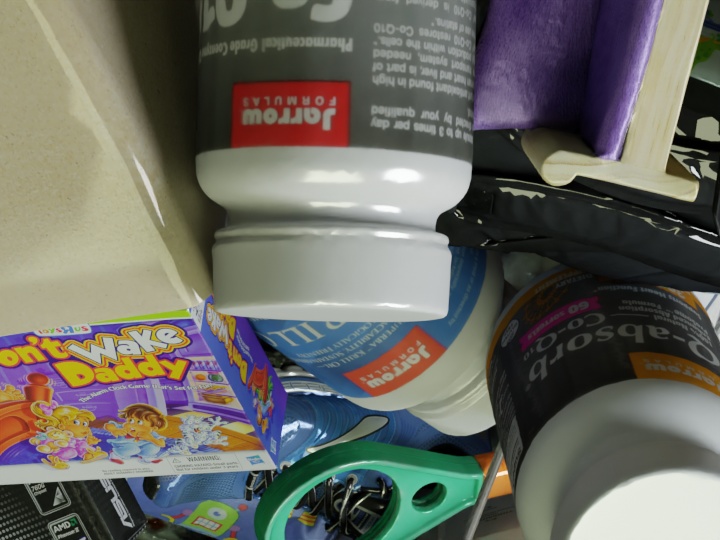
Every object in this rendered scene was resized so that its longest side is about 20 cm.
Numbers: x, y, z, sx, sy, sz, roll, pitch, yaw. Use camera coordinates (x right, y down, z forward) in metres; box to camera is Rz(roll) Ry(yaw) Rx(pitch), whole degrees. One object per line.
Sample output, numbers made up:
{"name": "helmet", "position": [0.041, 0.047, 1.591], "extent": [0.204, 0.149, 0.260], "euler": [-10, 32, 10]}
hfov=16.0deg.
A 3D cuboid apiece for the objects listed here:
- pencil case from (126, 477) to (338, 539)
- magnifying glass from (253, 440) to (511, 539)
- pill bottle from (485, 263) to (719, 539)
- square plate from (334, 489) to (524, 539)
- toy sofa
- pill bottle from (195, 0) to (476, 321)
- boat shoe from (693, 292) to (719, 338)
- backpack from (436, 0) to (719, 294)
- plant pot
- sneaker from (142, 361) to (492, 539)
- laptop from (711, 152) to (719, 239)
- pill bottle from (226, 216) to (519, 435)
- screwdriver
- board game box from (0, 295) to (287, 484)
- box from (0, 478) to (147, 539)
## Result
{"name": "pencil case", "position": [-0.104, 0.102, 1.408], "extent": [0.200, 0.078, 0.087], "euler": [18, 133, -20]}
{"name": "magnifying glass", "position": [0.041, 0.112, 1.318], "extent": [0.200, 0.022, 0.080], "euler": [-12, 131, -22]}
{"name": "pill bottle", "position": [0.123, 0.082, 1.163], "extent": [0.116, 0.200, 0.117], "euler": [-2, 114, -4]}
{"name": "square plate", "position": [0.070, 0.141, 1.364], "extent": [0.200, 0.198, 0.029], "euler": [-16, 109, 8]}
{"name": "toy sofa", "position": [0.106, -0.134, 1.029], "extent": [0.097, 0.083, 0.200], "euler": [13, 101, -6]}
{"name": "pill bottle", "position": [-0.010, -0.082, 1.042], "extent": [0.114, 0.201, 0.114], "euler": [1, 176, 0]}
{"name": "boat shoe", "position": [0.160, 0.025, 1.326], "extent": [0.065, 0.074, 0.200], "euler": [7, 151, -15]}
{"name": "backpack", "position": [0.144, -0.064, 1.166], "extent": [0.200, 0.154, 0.163], "euler": [22, 131, 1]}
{"name": "plant pot", "position": [-0.171, -0.102, 1.086], "extent": [0.199, 0.200, 0.177], "euler": [-8, 129, 12]}
{"name": "sneaker", "position": [-0.016, 0.099, 1.346], "extent": [0.200, 0.089, 0.079], "euler": [-9, 153, -22]}
{"name": "laptop", "position": [0.251, -0.089, 1.073], "extent": [0.200, 0.103, 0.177], "euler": [-40, 142, 26]}
{"name": "pill bottle", "position": [0.000, 0.000, 1.255], "extent": [0.112, 0.112, 0.200], "euler": [-29, 132, 31]}
{"name": "screwdriver", "position": [0.073, 0.080, 1.290], "extent": [0.028, 0.200, 0.029], "euler": [0, 126, 25]}
{"name": "board game box", "position": [-0.150, 0.046, 1.210], "extent": [0.200, 0.045, 0.135], "euler": [-5, 143, 16]}
{"name": "box", "position": [-0.237, 0.087, 1.342], "extent": [0.200, 0.048, 0.193], "euler": [-22, 102, 27]}
